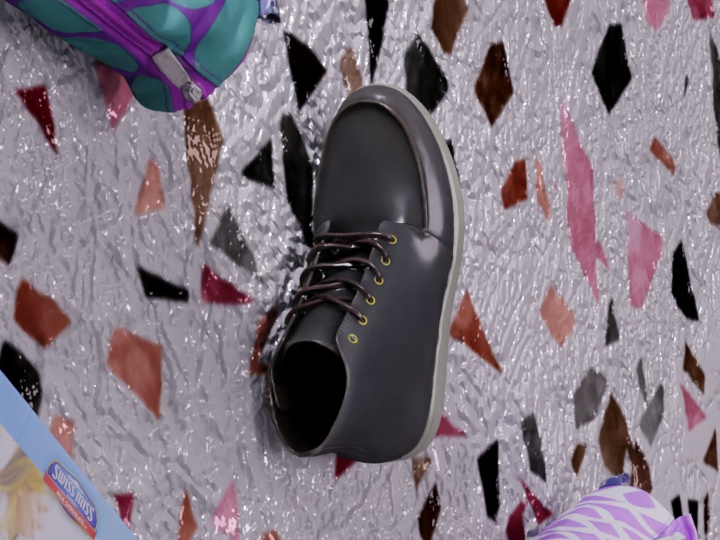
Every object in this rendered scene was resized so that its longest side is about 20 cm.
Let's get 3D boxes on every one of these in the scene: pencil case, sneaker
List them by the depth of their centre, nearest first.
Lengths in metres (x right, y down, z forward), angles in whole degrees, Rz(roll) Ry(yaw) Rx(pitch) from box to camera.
[{"bbox_3d":[-0.123,-0.140,1.335,0.200,0.085,0.093,31,34,-55],"label":"pencil case"},{"bbox_3d":[0.000,0.000,1.544,0.106,0.075,0.201,3,84,-63],"label":"sneaker"},{"bbox_3d":[0.125,0.189,1.733,0.200,0.085,0.084,-31,111,-58],"label":"pencil case"}]

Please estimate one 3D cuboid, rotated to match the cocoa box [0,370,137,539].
[{"bbox_3d":[-0.167,0.145,1.162,0.200,0.131,0.134,56,40,-41],"label":"cocoa box"}]
